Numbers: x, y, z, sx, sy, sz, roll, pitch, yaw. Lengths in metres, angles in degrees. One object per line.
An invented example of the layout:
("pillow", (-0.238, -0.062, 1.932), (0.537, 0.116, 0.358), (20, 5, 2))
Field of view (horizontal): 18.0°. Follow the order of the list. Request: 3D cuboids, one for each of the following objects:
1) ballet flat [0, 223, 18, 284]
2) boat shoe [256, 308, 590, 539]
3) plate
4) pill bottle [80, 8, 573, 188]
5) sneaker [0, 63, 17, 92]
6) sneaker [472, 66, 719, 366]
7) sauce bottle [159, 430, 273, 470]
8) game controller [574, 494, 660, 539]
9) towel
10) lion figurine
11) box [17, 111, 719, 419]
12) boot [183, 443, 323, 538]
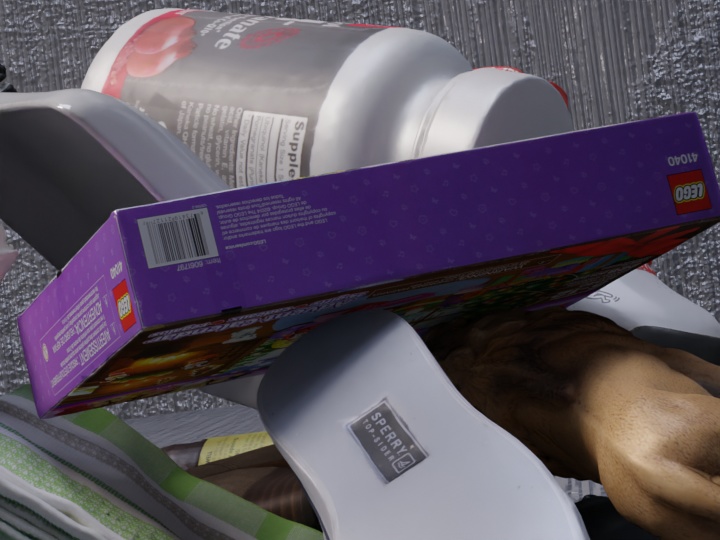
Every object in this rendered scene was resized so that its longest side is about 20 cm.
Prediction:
("ballet flat", (-0.162, -0.013, 0.799), (0.068, 0.068, 0.200), (-34, 32, 0))
("boat shoe", (0.027, 0.080, 0.621), (0.073, 0.066, 0.200), (-28, 30, 3))
("plate", (-0.079, -0.010, 0.892), (0.199, 0.032, 0.200), (43, -17, -26))
("pill bottle", (-0.014, -0.049, 0.953), (0.199, 0.112, 0.110), (9, 10, 35))
("sneaker", (-0.228, -0.066, 0.972), (0.080, 0.074, 0.200), (-28, -20, 21))
("sneaker", (0.081, -0.028, 0.987), (0.201, 0.109, 0.067), (17, -2, 38))
("sauce bottle", (-0.060, 0.108, 1.074), (0.199, 0.065, 0.065), (-6, 0, 14))
("game controller", (0.073, 0.107, 0.741), (0.104, 0.042, 0.200), (8, 7, 25))
("towel", (-0.070, 0.081, 0.756), (0.149, 0.031, 0.200), (31, 5, 1))
("lion figurine", (0.089, 0.052, 0.696), (0.122, 0.073, 0.200), (17, -4, -17))
("box", (0.000, 0.000, 0.741), (0.199, 0.039, 0.137), (-11, -10, -23))
("boot", (-0.051, 0.108, 0.951), (0.145, 0.071, 0.200), (-16, -11, 23))
